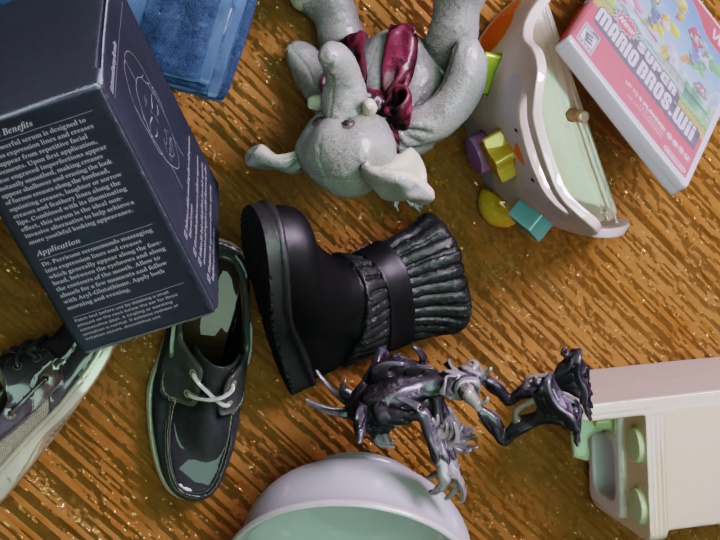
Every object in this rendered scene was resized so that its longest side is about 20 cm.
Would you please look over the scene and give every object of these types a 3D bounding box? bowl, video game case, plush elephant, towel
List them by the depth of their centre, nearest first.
[{"bbox_3d":[-0.176,-0.193,1.219,0.198,0.049,0.112,14,119,-13],"label":"towel"},{"bbox_3d":[0.003,-0.120,1.256,0.163,0.155,0.202,5,112,24],"label":"plush elephant"},{"bbox_3d":[-0.002,0.201,1.308,0.199,0.091,0.202,4,137,4],"label":"bowl"},{"bbox_3d":[0.225,-0.164,1.317,0.143,0.017,0.200,49,40,-13],"label":"video game case"}]

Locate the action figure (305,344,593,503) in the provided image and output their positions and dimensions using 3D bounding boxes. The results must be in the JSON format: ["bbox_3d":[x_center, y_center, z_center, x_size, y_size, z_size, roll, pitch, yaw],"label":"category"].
[{"bbox_3d":[0.065,0.108,1.251,0.198,0.119,0.103,-4,115,16],"label":"action figure"}]

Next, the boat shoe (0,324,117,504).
[{"bbox_3d":[-0.243,0.086,1.273,0.065,0.072,0.201,35,93,-18],"label":"boat shoe"}]

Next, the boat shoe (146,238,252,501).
[{"bbox_3d":[-0.119,0.078,1.303,0.071,0.068,0.202,7,95,-15],"label":"boat shoe"}]

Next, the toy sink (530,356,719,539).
[{"bbox_3d":[0.242,0.139,1.360,0.198,0.130,0.113,-5,97,-13],"label":"toy sink"}]

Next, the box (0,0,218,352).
[{"bbox_3d":[-0.180,-0.073,1.184,0.106,0.149,0.201,-17,127,9],"label":"box"}]

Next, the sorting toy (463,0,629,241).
[{"bbox_3d":[0.134,-0.098,1.280,0.106,0.180,0.201,-20,100,-1],"label":"sorting toy"}]

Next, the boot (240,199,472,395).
[{"bbox_3d":[-0.001,-0.002,1.275,0.157,0.212,0.080,-21,60,-7],"label":"boot"}]
